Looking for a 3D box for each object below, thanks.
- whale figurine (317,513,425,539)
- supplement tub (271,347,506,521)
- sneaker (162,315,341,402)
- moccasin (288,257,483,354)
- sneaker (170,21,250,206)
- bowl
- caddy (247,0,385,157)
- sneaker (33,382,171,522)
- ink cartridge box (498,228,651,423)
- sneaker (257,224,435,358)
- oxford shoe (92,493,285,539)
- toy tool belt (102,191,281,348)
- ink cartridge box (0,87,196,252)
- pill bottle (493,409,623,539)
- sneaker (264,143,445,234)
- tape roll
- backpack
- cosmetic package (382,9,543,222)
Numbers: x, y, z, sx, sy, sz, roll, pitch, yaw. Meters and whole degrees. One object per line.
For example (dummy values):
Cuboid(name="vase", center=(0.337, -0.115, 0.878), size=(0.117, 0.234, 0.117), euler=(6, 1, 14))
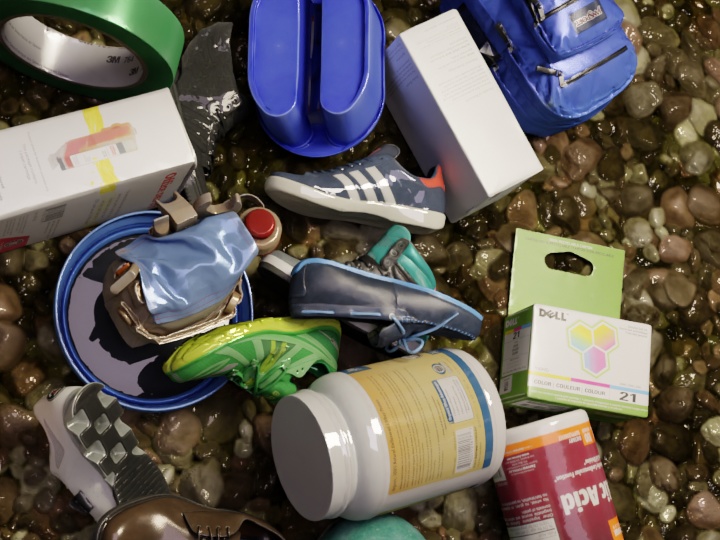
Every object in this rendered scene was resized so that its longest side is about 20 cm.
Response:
Cuboid(name="whale figurine", center=(-0.006, 0.327, 1.339), size=(0.159, 0.104, 0.200), euler=(44, 66, -5))
Cuboid(name="supplement tub", center=(0.027, 0.162, 1.355), size=(0.199, 0.145, 0.146), euler=(-10, 81, -30))
Cuboid(name="sneaker", center=(-0.096, 0.089, 1.341), size=(0.199, 0.074, 0.084), euler=(-7, 86, -36))
Cuboid(name="moccasin", center=(0.021, 0.046, 1.364), size=(0.199, 0.080, 0.069), euler=(15, 75, -8))
Cuboid(name="sneaker", center=(-0.157, -0.156, 1.423), size=(0.104, 0.060, 0.201), euler=(-13, 75, -19))
Cuboid(name="bowl", center=(-0.207, 0.042, 1.372), size=(0.199, 0.039, 0.202), euler=(4, 76, -18))
Cuboid(name="caddy", center=(-0.046, -0.222, 1.455), size=(0.140, 0.105, 0.201), euler=(-1, 76, 9))
Cuboid(name="sneaker", center=(-0.247, 0.196, 1.313), size=(0.074, 0.088, 0.201), euler=(-41, 116, -47))
Cuboid(name="ink cartridge box", center=(0.237, 0.055, 1.504), size=(0.147, 0.076, 0.201), euler=(10, 76, -17))
Cuboid(name="sneaker", center=(0.000, 0.000, 1.428), size=(0.199, 0.084, 0.121), euler=(30, 74, -19))
Cuboid(name="oxford shoe", center=(-0.153, 0.249, 1.284), size=(0.199, 0.084, 0.073), euler=(7, 85, -37))
Cuboid(name="toy tool belt", center=(-0.152, -0.014, 1.306), size=(0.199, 0.123, 0.125), euler=(-33, 79, -20))
Cuboid(name="ink cartridge box", center=(-0.274, -0.093, 1.324), size=(0.199, 0.145, 0.084), euler=(-17, 82, -22))
Cuboid(name="pill bottle", center=(0.207, 0.254, 1.426), size=(0.114, 0.114, 0.201), euler=(-13, 82, -21))
Cuboid(name="sneaker", center=(-0.003, -0.096, 1.454), size=(0.199, 0.075, 0.085), euler=(10, 81, -20))
Cuboid(name="tape roll", center=(-0.271, -0.229, 1.326), size=(0.199, 0.200, 0.048), euler=(17, 72, -15))
Cuboid(name="backpack", center=(0.206, -0.255, 1.521), size=(0.162, 0.168, 0.201), euler=(-30, 92, -16))
Cuboid(name="cosmetic package", center=(0.101, -0.164, 1.490), size=(0.081, 0.113, 0.201), euler=(-29, 89, -22))
